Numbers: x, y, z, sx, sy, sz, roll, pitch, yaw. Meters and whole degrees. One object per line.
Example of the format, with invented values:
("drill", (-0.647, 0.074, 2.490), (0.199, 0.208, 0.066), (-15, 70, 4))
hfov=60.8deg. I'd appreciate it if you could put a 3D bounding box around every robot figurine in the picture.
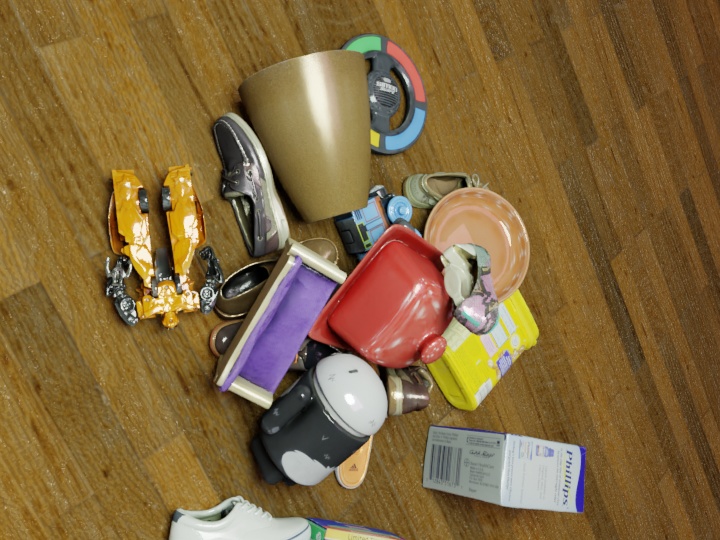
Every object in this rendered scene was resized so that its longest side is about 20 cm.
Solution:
("robot figurine", (-0.251, -0.027, 0.779), (0.142, 0.058, 0.205), (-7, 88, -19))
("robot figurine", (-0.056, 0.200, 0.822), (0.200, 0.150, 0.125), (-43, 93, 14))

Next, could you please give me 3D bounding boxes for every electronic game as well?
("electronic game", (0.035, -0.295, 1.029), (0.196, 0.041, 0.205), (5, 82, -34))

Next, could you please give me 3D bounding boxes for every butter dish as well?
("butter dish", (0.062, 0.067, 0.853), (0.201, 0.148, 0.199), (-51, 146, 8))

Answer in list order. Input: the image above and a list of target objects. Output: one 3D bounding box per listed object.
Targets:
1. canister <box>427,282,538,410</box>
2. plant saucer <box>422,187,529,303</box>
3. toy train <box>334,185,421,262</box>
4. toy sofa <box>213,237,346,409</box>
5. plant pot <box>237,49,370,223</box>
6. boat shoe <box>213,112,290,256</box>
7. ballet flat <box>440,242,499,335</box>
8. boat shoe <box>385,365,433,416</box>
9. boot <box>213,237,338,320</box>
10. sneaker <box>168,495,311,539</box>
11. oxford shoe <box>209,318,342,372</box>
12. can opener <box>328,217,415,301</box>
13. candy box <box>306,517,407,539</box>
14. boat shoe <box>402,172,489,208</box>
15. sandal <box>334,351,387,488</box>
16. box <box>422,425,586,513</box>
("canister", (0.209, 0.125, 1.075), (0.199, 0.086, 0.150), (-40, 106, -30))
("plant saucer", (0.194, -0.038, 1.045), (0.195, 0.037, 0.205), (2, 81, -16))
("toy train", (0.040, -0.030, 0.980), (0.113, 0.086, 0.204), (-27, 102, -24))
("toy sofa", (-0.101, 0.069, 0.768), (0.082, 0.098, 0.202), (29, 97, -16))
("plant pot", (-0.057, -0.176, 0.867), (0.184, 0.185, 0.204), (-19, 97, -34))
("boat shoe", (-0.161, -0.116, 0.856), (0.064, 0.071, 0.204), (-31, 108, -38))
("ballet flat", (0.141, 0.008, 0.832), (0.071, 0.069, 0.201), (36, 27, -17))
("boat shoe", (0.073, 0.175, 0.912), (0.070, 0.200, 0.074), (-2, 85, 2))
("boot", (-0.109, 0.005, 0.850), (0.198, 0.076, 0.074), (-27, 80, -25))
("sneaker", (-0.152, 0.337, 0.805), (0.196, 0.072, 0.073), (6, 86, -33))
("oxford shoe", (-0.111, 0.106, 0.861), (0.197, 0.072, 0.073), (11, 81, -32))
("can opener", (0.000, 0.000, 0.904), (0.066, 0.053, 0.200), (43, 97, -15))
("candy box", (-0.020, 0.476, 0.879), (0.167, 0.076, 0.204), (22, 71, -30))
("boat shoe", (0.167, -0.136, 1.089), (0.197, 0.062, 0.075), (-3, 85, -35))
("sandal", (0.008, 0.226, 0.938), (0.078, 0.059, 0.212), (10, 78, -33))
("box", (0.236, 0.324, 1.011), (0.197, 0.182, 0.107), (18, 73, -32))
